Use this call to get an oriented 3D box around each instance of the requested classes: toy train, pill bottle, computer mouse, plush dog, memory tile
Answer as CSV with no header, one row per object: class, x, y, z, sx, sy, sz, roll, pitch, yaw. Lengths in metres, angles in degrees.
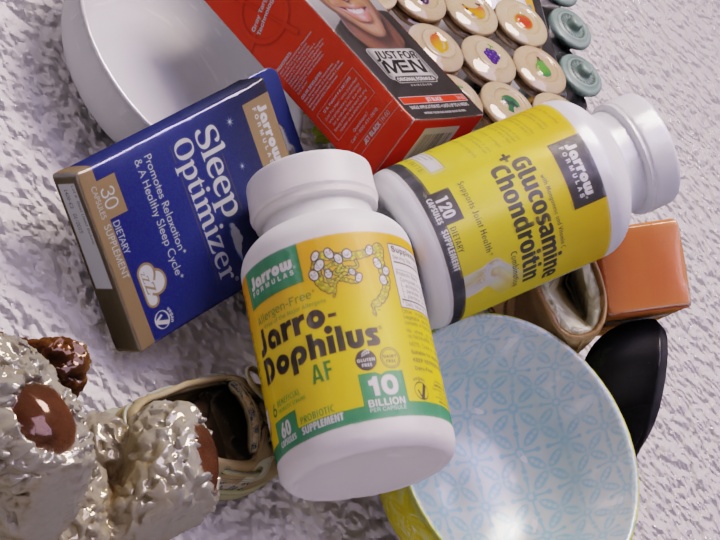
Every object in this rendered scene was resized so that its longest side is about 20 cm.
toy train,0.145,-0.207,1.763,0.113,0.085,0.202,14,50,-32
pill bottle,-0.014,0.032,1.230,0.112,0.112,0.202,12,59,-45
computer mouse,0.182,0.113,1.469,0.052,0.201,0.139,9,48,-2
pill bottle,0.110,-0.047,1.320,0.198,0.112,0.113,-23,77,-16
plush dog,-0.197,0.093,1.061,0.172,0.161,0.199,52,17,29
memory tile,0.078,-0.165,1.504,0.198,0.017,0.154,7,50,-32

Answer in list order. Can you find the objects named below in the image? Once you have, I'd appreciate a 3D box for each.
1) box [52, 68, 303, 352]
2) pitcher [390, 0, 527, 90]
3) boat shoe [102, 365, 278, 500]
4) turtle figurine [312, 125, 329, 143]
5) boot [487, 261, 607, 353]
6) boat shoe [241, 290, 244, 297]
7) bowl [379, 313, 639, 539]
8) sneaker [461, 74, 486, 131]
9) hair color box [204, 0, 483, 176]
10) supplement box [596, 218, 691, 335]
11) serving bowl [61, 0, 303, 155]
box,-0.098,-0.046,1.280,0.199,0.032,0.122,-33,111,-39
pitcher,0.085,-0.244,1.651,0.201,0.170,0.121,61,-11,15
boat shoe,-0.091,0.102,1.221,0.199,0.063,0.074,-10,68,-54
turtle figurine,0.025,-0.078,1.454,0.161,0.064,0.200,46,6,22
boot,0.131,-0.003,1.474,0.200,0.066,0.176,93,-25,-71
boat shoe,0.000,0.000,1.411,0.199,0.072,0.073,-3,64,-53
bowl,0.081,0.142,1.342,0.198,0.108,0.202,16,58,-27
sneaker,0.106,-0.113,1.577,0.200,0.077,0.101,-59,144,-78
hair color box,-0.016,-0.154,1.372,0.200,0.061,0.101,48,27,18
supplement box,0.194,0.010,1.494,0.200,0.068,0.067,111,-30,-82
serving bowl,-0.133,-0.137,1.371,0.199,0.066,0.201,32,40,-30
